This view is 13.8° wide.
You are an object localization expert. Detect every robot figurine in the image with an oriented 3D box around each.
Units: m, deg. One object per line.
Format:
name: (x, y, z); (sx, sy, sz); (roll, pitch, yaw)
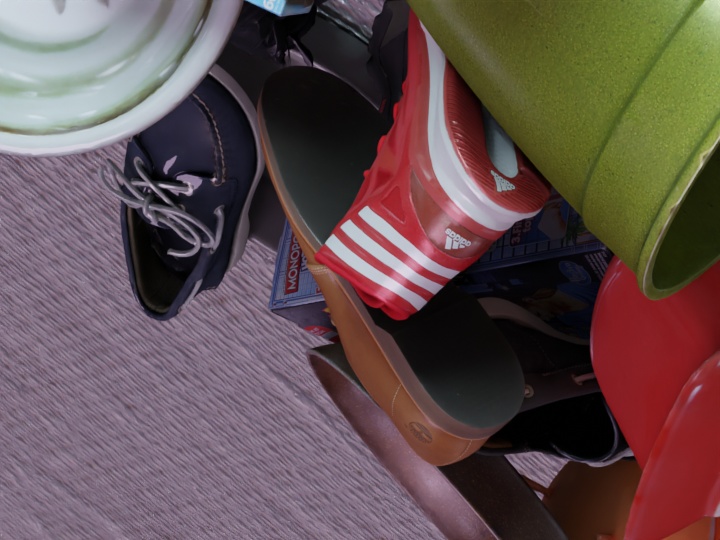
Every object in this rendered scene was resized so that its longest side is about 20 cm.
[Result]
robot figurine: (0.173, 0.157, 1.586); (0.200, 0.144, 0.116); (26, 139, -36)

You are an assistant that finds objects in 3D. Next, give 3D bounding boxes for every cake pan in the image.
cake pan: (-0.029, -0.069, 1.573); (0.200, 0.037, 0.200); (26, 151, 16)

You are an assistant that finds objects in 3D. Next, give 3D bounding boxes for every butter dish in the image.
butter dish: (0.176, 0.002, 1.350); (0.148, 0.199, 0.200); (52, 159, 20)

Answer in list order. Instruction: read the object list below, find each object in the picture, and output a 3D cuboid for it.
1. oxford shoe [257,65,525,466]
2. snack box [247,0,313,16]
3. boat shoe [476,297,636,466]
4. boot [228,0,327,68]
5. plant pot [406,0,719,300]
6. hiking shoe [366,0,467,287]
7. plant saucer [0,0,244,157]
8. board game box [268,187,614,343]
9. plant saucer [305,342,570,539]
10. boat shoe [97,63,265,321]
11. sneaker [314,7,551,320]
oxford shoe: (0.000, 0.000, 1.352); (0.200, 0.071, 0.071); (64, 149, 18)
snack box: (-0.041, -0.219, 1.221); (0.116, 0.201, 0.037); (25, -165, 16)
boat shoe: (0.108, 0.070, 1.433); (0.200, 0.072, 0.068); (16, -145, -45)
boot: (-0.104, -0.168, 1.412); (0.198, 0.073, 0.162); (34, -175, 7)
plant pot: (0.107, -0.127, 1.204); (0.193, 0.200, 0.201); (40, 154, 15)
hiking shoe: (0.047, -0.042, 1.393); (0.100, 0.076, 0.201); (13, 100, 33)
plant saucer: (-0.138, -0.151, 1.308); (0.200, 0.200, 0.050); (31, -166, 7)
board game box: (0.066, 0.015, 1.520); (0.199, 0.062, 0.200); (-2, 151, 24)
plant saucer: (0.050, 0.106, 1.492); (0.200, 0.034, 0.200); (49, 173, 8)
boat shoe: (-0.099, -0.043, 1.581); (0.075, 0.062, 0.200); (31, 151, 10)
sneaker: (0.021, -0.056, 1.298); (0.078, 0.200, 0.116); (38, 117, -16)
